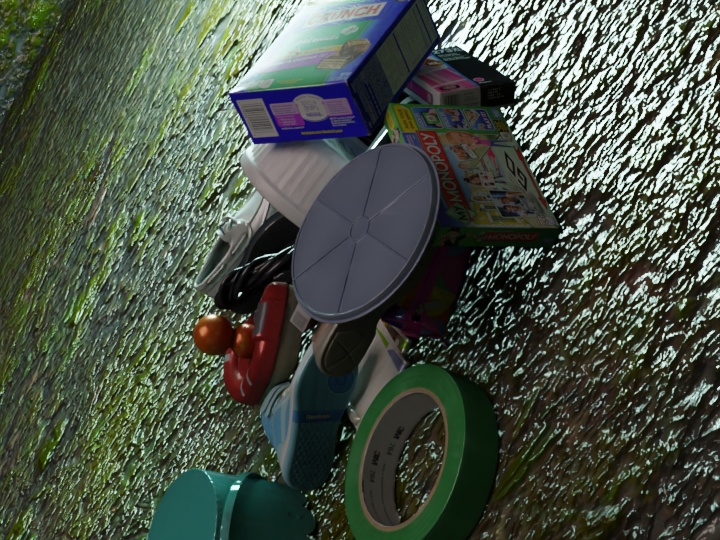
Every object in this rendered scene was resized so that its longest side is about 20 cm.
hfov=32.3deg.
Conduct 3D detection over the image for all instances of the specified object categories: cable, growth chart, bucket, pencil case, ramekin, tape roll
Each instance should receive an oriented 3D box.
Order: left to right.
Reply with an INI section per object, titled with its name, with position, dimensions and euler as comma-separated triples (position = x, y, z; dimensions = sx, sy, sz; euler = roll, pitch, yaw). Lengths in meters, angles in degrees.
[bucket]
position = -0.157, 0.334, 1.457
dimensions = 0.207, 0.134, 0.210
euler = -35, 45, 43
[cable]
position = -0.103, -0.013, 1.599
dimensions = 0.199, 0.163, 0.051
euler = -29, 85, 30
[ramekin]
position = -0.039, -0.113, 1.499
dimensions = 0.095, 0.201, 0.203
euler = -53, 32, 15
[growth chart]
position = 0.014, 0.106, 1.448
dimensions = 0.145, 0.018, 0.201
euler = -53, 33, 23
[tape roll]
position = 0.060, 0.200, 1.281
dimensions = 0.200, 0.048, 0.203
euler = -37, 42, 42
[pencil case]
position = 0.086, -0.021, 1.352
dimensions = 0.088, 0.088, 0.203
euler = 7, 77, 59

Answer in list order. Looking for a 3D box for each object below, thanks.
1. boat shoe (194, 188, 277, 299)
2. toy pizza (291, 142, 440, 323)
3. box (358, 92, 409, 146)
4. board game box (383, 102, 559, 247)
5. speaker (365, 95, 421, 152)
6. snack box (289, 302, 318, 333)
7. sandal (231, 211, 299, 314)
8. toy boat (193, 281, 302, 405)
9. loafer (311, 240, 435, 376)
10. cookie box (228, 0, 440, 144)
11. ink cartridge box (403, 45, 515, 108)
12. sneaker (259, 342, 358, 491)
[boat shoe]
position = -0.179, -0.049, 1.816
dimensions = 0.202, 0.065, 0.073
euler = -65, 30, 5
[toy pizza]
position = 0.008, -0.036, 1.249
dimensions = 0.199, 0.032, 0.202
euler = -28, 46, 33
[box]
position = -0.035, -0.194, 1.637
dimensions = 0.201, 0.105, 0.123
euler = -53, 32, 24
[board game box]
position = 0.113, -0.102, 1.295
dimensions = 0.201, 0.133, 0.029
euler = -109, 27, -43
[speaker]
position = 0.043, -0.119, 1.404
dimensions = 0.081, 0.081, 0.201
euler = -39, 12, 40
[snack box]
position = 0.000, 0.000, 1.386
dimensions = 0.024, 0.199, 0.072
euler = 40, 131, 15
[sandal]
position = -0.131, -0.022, 1.709
dimensions = 0.200, 0.075, 0.043
euler = -48, 36, 30
[toy boat]
position = -0.149, 0.091, 1.579
dimensions = 0.200, 0.129, 0.132
euler = 121, 160, -63
[loafer]
position = 0.006, 0.016, 1.308
dimensions = 0.201, 0.071, 0.063
euler = -57, 35, 14
[cookie box]
position = -0.027, -0.236, 1.426
dimensions = 0.169, 0.076, 0.201
euler = 0, 40, 34
[ink cartridge box]
position = 0.096, -0.229, 1.460
dimensions = 0.200, 0.093, 0.038
euler = -134, 36, -59
[sneaker]
position = -0.069, 0.143, 1.470
dimensions = 0.131, 0.079, 0.203
euler = 45, 122, 60
